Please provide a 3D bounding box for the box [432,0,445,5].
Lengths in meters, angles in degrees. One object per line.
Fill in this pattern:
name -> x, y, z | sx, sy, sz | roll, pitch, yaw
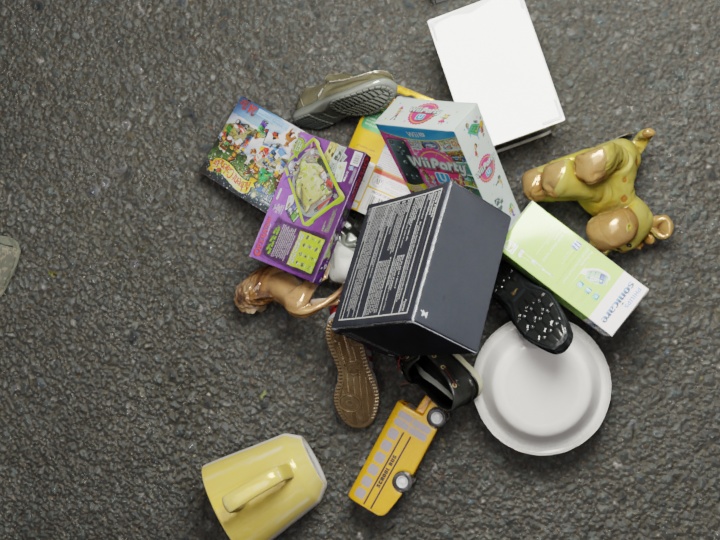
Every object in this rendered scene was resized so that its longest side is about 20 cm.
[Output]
box -> 0.131, -0.523, 1.466 | 0.116, 0.060, 0.202 | -19, 84, 8

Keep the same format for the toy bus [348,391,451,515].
toy bus -> 0.064, 0.264, 1.433 | 0.078, 0.065, 0.201 | 28, 92, 11

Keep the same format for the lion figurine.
lion figurine -> -0.105, 0.031, 1.434 | 0.122, 0.199, 0.073 | -37, 115, -23

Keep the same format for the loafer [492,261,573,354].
loafer -> 0.240, 0.055, 1.335 | 0.068, 0.201, 0.070 | -48, 123, 8

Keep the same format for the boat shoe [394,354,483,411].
boat shoe -> 0.086, 0.127, 1.402 | 0.201, 0.063, 0.074 | 40, 135, 32

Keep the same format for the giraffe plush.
giraffe plush -> 0.352, -0.097, 1.377 | 0.199, 0.172, 0.164 | -22, 94, -27

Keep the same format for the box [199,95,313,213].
box -> -0.137, -0.164, 1.478 | 0.199, 0.038, 0.137 | 31, 92, 25

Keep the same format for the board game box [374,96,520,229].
board game box -> 0.125, -0.144, 1.353 | 0.147, 0.201, 0.064 | 14, 54, 43

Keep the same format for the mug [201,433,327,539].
mug -> -0.131, 0.326, 1.413 | 0.152, 0.187, 0.150 | -29, 110, -2

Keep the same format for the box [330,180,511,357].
box -> 0.082, 0.006, 1.316 | 0.123, 0.198, 0.202 | 26, 71, -27

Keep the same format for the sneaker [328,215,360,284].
sneaker -> 0.000, 0.000, 1.461 | 0.200, 0.074, 0.089 | 45, 116, 2

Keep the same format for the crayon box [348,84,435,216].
crayon box -> 0.047, -0.174, 1.466 | 0.125, 0.052, 0.202 | 24, 92, 10

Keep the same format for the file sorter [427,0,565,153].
file sorter -> 0.198, -0.278, 1.409 | 0.137, 0.125, 0.202 | -19, 84, 7

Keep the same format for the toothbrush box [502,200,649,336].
toothbrush box -> 0.296, 0.001, 1.367 | 0.200, 0.146, 0.086 | 40, 93, 10

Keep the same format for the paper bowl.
paper bowl -> 0.260, 0.164, 1.386 | 0.198, 0.104, 0.203 | -1, 86, 9

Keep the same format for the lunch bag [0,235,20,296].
lunch bag -> -0.651, 0.004, 1.516 | 0.199, 0.164, 0.118 | -32, 77, 7

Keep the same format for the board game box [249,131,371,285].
board game box -> -0.074, -0.092, 1.400 | 0.119, 0.032, 0.202 | 22, 88, 22

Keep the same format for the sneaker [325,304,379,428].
sneaker -> -0.009, 0.131, 1.459 | 0.070, 0.113, 0.202 | -5, 116, 7

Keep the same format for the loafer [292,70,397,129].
loafer -> -0.028, -0.269, 1.440 | 0.199, 0.075, 0.070 | -9, 71, 41
